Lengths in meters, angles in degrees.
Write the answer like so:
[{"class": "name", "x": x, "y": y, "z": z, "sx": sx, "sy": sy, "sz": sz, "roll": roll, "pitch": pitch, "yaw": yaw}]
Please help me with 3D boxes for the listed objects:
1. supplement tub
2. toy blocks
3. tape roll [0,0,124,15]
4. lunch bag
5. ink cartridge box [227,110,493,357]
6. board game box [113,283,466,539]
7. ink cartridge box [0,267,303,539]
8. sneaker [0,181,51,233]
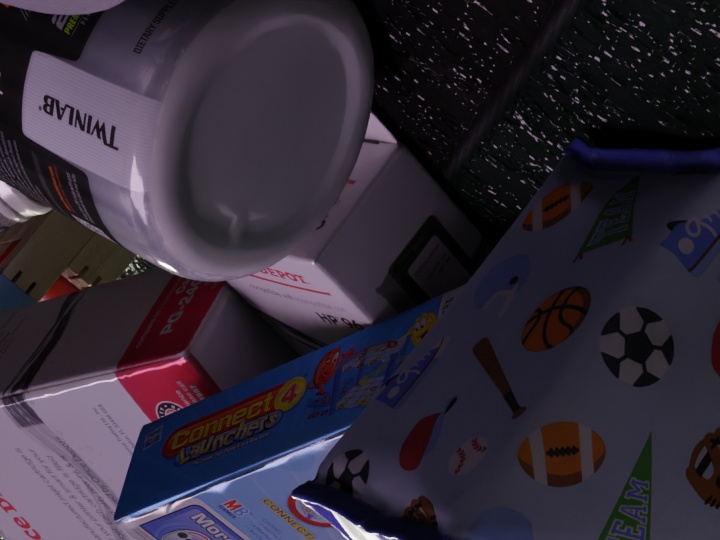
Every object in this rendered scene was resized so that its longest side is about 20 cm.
[{"class": "supplement tub", "x": -0.103, "y": -0.084, "z": 0.801, "sx": 0.200, "sy": 0.123, "sz": 0.123, "roll": 26, "pitch": 161, "yaw": 34}, {"class": "toy blocks", "x": -0.176, "y": -0.004, "z": 1.177, "sx": 0.100, "sy": 0.137, "sz": 0.200, "roll": 41, "pitch": 165, "yaw": -14}, {"class": "tape roll", "x": -0.135, "y": -0.172, "z": 0.669, "sx": 0.200, "sy": 0.066, "sz": 0.200, "roll": 27, "pitch": 158, "yaw": 12}, {"class": "lunch bag", "x": 0.105, "y": 0.080, "z": 0.717, "sx": 0.200, "sy": 0.170, "sz": 0.124, "roll": 44, "pitch": 167, "yaw": -25}, {"class": "ink cartridge box", "x": 0.000, "y": 0.000, "z": 0.915, "sx": 0.116, "sy": 0.068, "sz": 0.200, "roll": 13, "pitch": 151, "yaw": 53}, {"class": "board game box", "x": 0.035, "y": 0.111, "z": 0.899, "sx": 0.196, "sy": 0.056, "sz": 0.200, "roll": -24, "pitch": 127, "yaw": 33}, {"class": "ink cartridge box", "x": -0.100, "y": 0.080, "z": 1.032, "sx": 0.200, "sy": 0.083, "sz": 0.145, "roll": -14, "pitch": 126, "yaw": 38}, {"class": "sneaker", "x": -0.231, "y": -0.077, "z": 1.104, "sx": 0.200, "sy": 0.087, "sz": 0.074, "roll": 56, "pitch": -174, "yaw": 39}]
